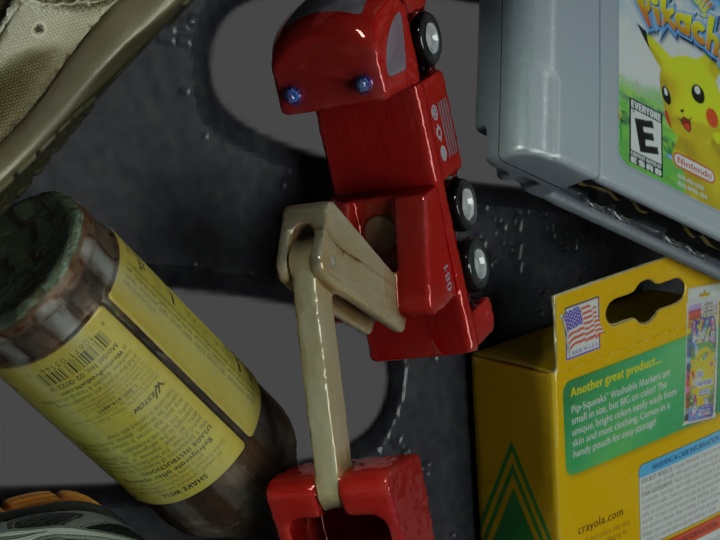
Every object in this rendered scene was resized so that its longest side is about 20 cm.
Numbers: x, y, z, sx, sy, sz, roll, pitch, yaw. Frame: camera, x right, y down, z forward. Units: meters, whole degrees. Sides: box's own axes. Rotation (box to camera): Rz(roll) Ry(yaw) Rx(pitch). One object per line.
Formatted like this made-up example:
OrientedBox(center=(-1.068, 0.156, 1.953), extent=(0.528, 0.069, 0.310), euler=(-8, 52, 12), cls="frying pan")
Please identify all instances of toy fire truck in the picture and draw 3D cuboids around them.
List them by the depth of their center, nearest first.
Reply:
OrientedBox(center=(0.000, 0.000, 0.842), extent=(0.141, 0.049, 0.201), euler=(-39, 119, -63), cls="toy fire truck")

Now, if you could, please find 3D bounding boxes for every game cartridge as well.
OrientedBox(center=(0.129, -0.075, 0.979), extent=(0.200, 0.040, 0.134), euler=(21, 57, -38), cls="game cartridge")

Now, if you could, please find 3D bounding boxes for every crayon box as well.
OrientedBox(center=(0.111, 0.090, 1.018), extent=(0.125, 0.051, 0.201), euler=(-17, 110, -42), cls="crayon box")

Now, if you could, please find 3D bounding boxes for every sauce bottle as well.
OrientedBox(center=(-0.067, 0.054, 0.826), extent=(0.065, 0.065, 0.200), euler=(-57, 131, -21), cls="sauce bottle")

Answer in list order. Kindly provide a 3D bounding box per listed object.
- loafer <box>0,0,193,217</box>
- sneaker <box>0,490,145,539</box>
OrientedBox(center=(-0.113, -0.075, 0.754), extent=(0.067, 0.076, 0.200), euler=(43, 71, -3), cls="loafer")
OrientedBox(center=(-0.142, 0.122, 0.756), extent=(0.200, 0.077, 0.079), euler=(-19, 112, -40), cls="sneaker")
